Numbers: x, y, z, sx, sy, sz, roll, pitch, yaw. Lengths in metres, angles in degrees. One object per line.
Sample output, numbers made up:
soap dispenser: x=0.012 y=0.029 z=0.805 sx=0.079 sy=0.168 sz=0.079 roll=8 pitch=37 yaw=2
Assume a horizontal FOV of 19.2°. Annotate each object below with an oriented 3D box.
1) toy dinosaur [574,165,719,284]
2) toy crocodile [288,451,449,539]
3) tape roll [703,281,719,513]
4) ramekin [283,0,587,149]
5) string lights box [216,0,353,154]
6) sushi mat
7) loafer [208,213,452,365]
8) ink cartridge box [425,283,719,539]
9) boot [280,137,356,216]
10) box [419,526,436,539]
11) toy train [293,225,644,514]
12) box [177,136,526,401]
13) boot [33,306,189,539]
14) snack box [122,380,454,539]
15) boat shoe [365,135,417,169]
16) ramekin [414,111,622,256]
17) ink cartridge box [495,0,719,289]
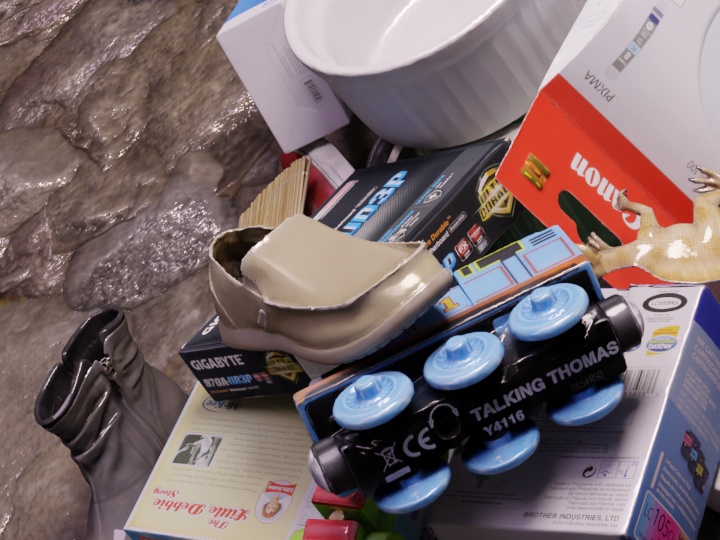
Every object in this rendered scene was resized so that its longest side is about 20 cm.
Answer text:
toy dinosaur: x=0.209 y=-0.017 z=1.282 sx=0.198 sy=0.059 sz=0.101 roll=-7 pitch=25 yaw=3
toy crocodile: x=0.000 y=0.127 z=1.219 sx=0.067 sy=0.062 sz=0.201 roll=-2 pitch=52 yaw=29
tape roll: x=0.260 y=0.055 z=1.254 sx=0.202 sy=0.037 sz=0.204 roll=-21 pitch=44 yaw=22
ramekin: x=0.057 y=-0.176 z=1.424 sx=0.199 sy=0.098 sz=0.201 roll=-21 pitch=43 yaw=21
string lights box: x=-0.040 y=-0.175 z=1.595 sx=0.059 sy=0.103 sz=0.200 roll=-25 pitch=17 yaw=18
sushi mat: x=-0.070 y=0.022 z=1.482 sx=0.096 sy=0.012 sz=0.201 roll=-40 pitch=35 yaw=49
loafer: x=-0.029 y=0.006 z=1.193 sx=0.076 sy=0.069 sz=0.199 roll=-41 pitch=21 yaw=-33
ink cartridge box: x=0.139 y=0.083 z=1.235 sx=0.136 sy=0.076 sz=0.201 roll=-2 pitch=54 yaw=37
boot: x=-0.040 y=-0.006 z=1.522 sx=0.144 sy=0.072 sz=0.200 roll=-41 pitch=43 yaw=1
box: x=-0.015 y=0.168 z=1.344 sx=0.158 sy=0.046 sz=0.201 roll=-30 pitch=41 yaw=10
toy train: x=0.057 y=0.057 z=1.173 sx=0.199 sy=0.087 sz=0.114 roll=-26 pitch=26 yaw=-3
box: x=0.000 y=0.000 z=1.344 sx=0.158 sy=0.046 sz=0.200 roll=-9 pitch=30 yaw=51
boot: x=-0.182 y=0.136 z=1.449 sx=0.069 sy=0.132 sz=0.201 roll=-10 pitch=48 yaw=30
snack box: x=-0.044 y=0.131 z=1.320 sx=0.199 sy=0.037 sz=0.117 roll=3 pitch=55 yaw=37
boat shoe: x=0.028 y=-0.127 z=1.552 sx=0.067 sy=0.072 sz=0.201 roll=14 pitch=43 yaw=5
ramekin: x=0.131 y=-0.103 z=1.451 sx=0.199 sy=0.098 sz=0.201 roll=-21 pitch=43 yaw=21
ink cartridge box: x=0.190 y=-0.092 z=1.344 sx=0.047 sy=0.160 sz=0.201 roll=-10 pitch=44 yaw=56
